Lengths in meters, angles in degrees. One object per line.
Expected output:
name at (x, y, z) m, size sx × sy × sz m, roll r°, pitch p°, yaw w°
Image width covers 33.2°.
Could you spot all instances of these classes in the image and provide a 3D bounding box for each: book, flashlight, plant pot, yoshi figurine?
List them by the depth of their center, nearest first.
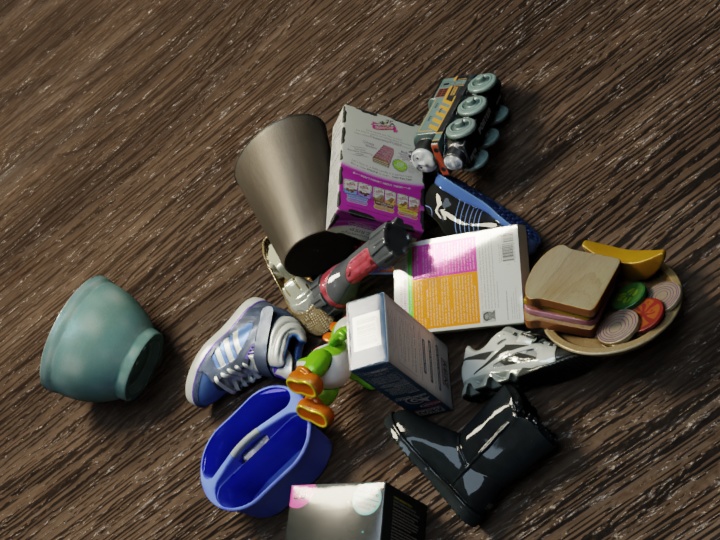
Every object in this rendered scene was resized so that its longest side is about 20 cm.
book at (0.139, 0.016, 1.678) m, size 0.198 × 0.048 × 0.136 m, roll -8°, pitch 81°, yaw 33°
yoshi figurine at (-0.011, 0.125, 1.703) m, size 0.200 × 0.112 × 0.112 m, roll -50°, pitch 3°, yaw -40°
flashlight at (0.000, 0.000, 1.742) m, size 0.068 × 0.068 × 0.200 m, roll 58°, pitch 141°, yaw 4°
plant pot at (-0.398, 0.128, 1.928) m, size 0.133 × 0.200 × 0.202 m, roll 25°, pitch 81°, yaw 11°

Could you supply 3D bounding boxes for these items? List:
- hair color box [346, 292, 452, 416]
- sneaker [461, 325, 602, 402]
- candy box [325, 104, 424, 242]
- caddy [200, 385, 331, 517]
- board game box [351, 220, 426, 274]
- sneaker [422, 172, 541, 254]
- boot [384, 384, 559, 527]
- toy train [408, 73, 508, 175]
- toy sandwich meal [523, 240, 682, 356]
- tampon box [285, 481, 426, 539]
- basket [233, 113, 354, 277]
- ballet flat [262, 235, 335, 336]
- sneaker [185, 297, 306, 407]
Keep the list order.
hair color box at (0.054, 0.117, 1.619) m, size 0.060 × 0.200 × 0.101 m, roll -16°, pitch 59°, yaw 24°
sneaker at (0.220, 0.108, 1.598) m, size 0.198 × 0.074 × 0.090 m, roll -15°, pitch 61°, yaw 25°
candy box at (0.024, -0.137, 1.786) m, size 0.061 × 0.135 × 0.202 m, roll 125°, pitch 155°, yaw -51°
caddy at (-0.140, 0.259, 1.733) m, size 0.200 × 0.105 × 0.142 m, roll -44°, pitch 53°, yaw 6°
board game box at (0.005, -0.074, 1.846) m, size 0.198 × 0.039 × 0.160 m, roll 0°, pitch 67°, yaw 32°
sneaker at (0.169, -0.062, 1.728) m, size 0.200 × 0.070 × 0.079 m, roll 38°, pitch 110°, yaw 35°
boot at (0.146, 0.210, 1.591) m, size 0.168 × 0.076 × 0.200 m, roll -48°, pitch 58°, yaw 8°
toy train at (0.143, -0.215, 1.776) m, size 0.113 × 0.086 × 0.201 m, roll -3°, pitch 42°, yaw 32°
toy sandwich meal at (0.309, 0.027, 1.546) m, size 0.203 × 0.071 × 0.206 m, roll -16°, pitch 36°, yaw 12°
tampon box at (-0.011, 0.389, 1.573) m, size 0.148 × 0.126 × 0.202 m, roll -8°, pitch 63°, yaw 28°
basket at (-0.092, -0.104, 1.835) m, size 0.180 × 0.135 × 0.201 m, roll -45°, pitch 52°, yaw 31°
ballet flat at (-0.104, 0.018, 1.855) m, size 0.070 × 0.065 × 0.201 m, roll -43°, pitch 52°, yaw 10°
sneaker at (-0.164, 0.146, 1.821) m, size 0.146 × 0.081 × 0.201 m, roll 32°, pitch 83°, yaw 41°
